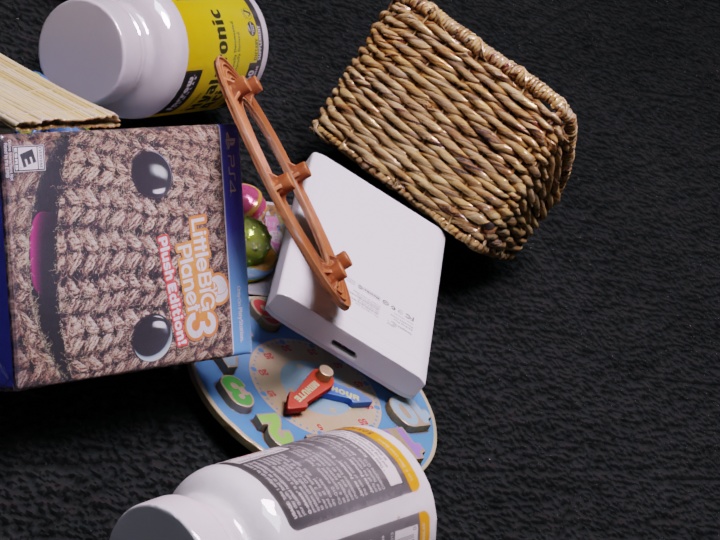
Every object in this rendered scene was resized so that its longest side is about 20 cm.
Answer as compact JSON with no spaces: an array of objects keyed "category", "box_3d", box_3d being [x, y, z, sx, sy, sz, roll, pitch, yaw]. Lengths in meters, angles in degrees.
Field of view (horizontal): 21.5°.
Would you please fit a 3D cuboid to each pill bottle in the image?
[{"category":"pill bottle","box_3d":[-0.053,0.169,1.183,0.199,0.117,0.116,-10,52,-48]},{"category":"pill bottle","box_3d":[-0.167,-0.179,1.521,0.111,0.112,0.200,43,25,15]}]

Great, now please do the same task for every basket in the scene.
[{"category":"basket","box_3d":[0.087,-0.122,1.617,0.200,0.149,0.143,36,9,20]}]

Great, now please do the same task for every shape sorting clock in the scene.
[{"category":"shape sorting clock","box_3d":[-0.033,0.086,1.382,0.199,0.039,0.201,23,34,-16]}]

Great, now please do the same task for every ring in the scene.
[{"category":"ring","box_3d":[-0.049,-0.064,1.345,0.201,0.019,0.200,62,5,-10]}]

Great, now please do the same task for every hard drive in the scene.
[{"category":"hard drive","box_3d":[0.000,0.000,1.464,0.132,0.027,0.200,32,33,-14]}]

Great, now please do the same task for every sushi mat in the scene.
[{"category":"sushi mat","box_3d":[-0.267,-0.139,1.327,0.199,0.012,0.095,30,25,33]}]

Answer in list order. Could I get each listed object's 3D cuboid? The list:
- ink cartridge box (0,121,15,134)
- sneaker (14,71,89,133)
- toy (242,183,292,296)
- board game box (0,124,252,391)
[{"category":"ink cartridge box","box_3d":[-0.302,-0.074,1.334,0.115,0.067,0.200,-4,47,-44]},{"category":"sneaker","box_3d":[-0.218,-0.081,1.424,0.199,0.083,0.071,35,72,26]},{"category":"toy","box_3d":[-0.087,-0.033,1.483,0.199,0.047,0.115,11,37,-32]},{"category":"board game box","box_3d":[-0.179,-0.013,1.256,0.097,0.161,0.199,0,6,44]}]
